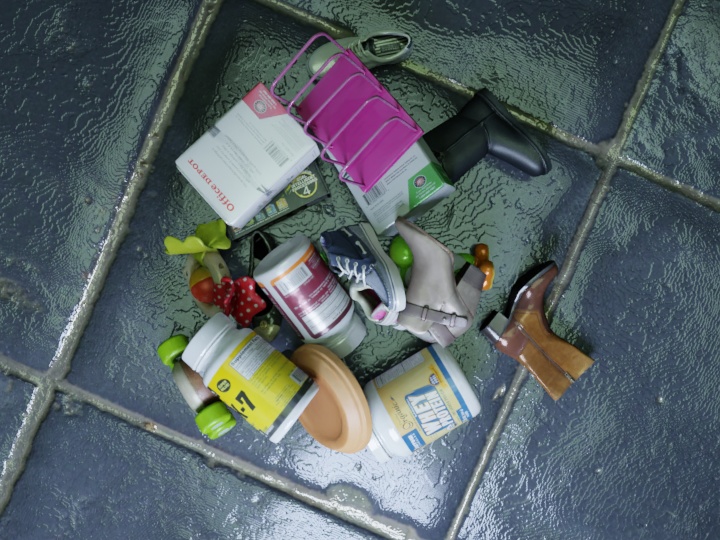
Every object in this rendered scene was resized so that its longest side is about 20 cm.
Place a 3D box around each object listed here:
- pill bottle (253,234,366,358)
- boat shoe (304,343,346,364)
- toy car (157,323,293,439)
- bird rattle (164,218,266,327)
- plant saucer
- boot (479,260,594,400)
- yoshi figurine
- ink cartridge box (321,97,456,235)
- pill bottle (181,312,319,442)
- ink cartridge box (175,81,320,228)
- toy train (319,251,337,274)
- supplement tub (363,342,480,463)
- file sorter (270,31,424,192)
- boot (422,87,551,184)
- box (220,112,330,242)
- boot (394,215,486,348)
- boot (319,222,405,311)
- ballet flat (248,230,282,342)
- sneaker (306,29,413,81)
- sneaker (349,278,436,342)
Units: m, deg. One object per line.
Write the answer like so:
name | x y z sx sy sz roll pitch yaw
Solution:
pill bottle | -0.081 0.051 1.050 0.114 0.114 0.201 -35 109 0
boat shoe | -0.057 0.212 1.117 0.073 0.060 0.203 -13 90 5
toy car | -0.221 0.165 1.081 0.199 0.158 0.165 -31 75 -15
bird rattle | -0.251 0.016 1.075 0.112 0.163 0.201 -32 84 -39
plant saucer | -0.062 0.221 1.033 0.037 0.199 0.202 -27 91 -37
boot | 0.347 0.107 1.114 0.199 0.068 0.189 39 90 -2
yoshi figurine | 0.133 -0.019 1.097 0.197 0.113 0.113 -2 75 2
ink cartridge box | 0.047 -0.182 1.060 0.146 0.083 0.201 -35 78 20
pill bottle | -0.173 0.164 0.968 0.199 0.114 0.115 38 91 3
ink cartridge box | -0.189 -0.192 1.049 0.200 0.083 0.147 -43 89 0
toy train | -0.064 -0.009 1.125 0.199 0.042 0.057 -31 81 0
supplement tub | 0.094 0.232 1.077 0.199 0.145 0.146 -31 91 0
file sorter | -0.027 -0.251 0.979 0.139 0.125 0.201 -44 74 17
boot | 0.217 -0.203 1.100 0.168 0.076 0.201 -41 84 -3
box | -0.174 -0.166 1.114 0.198 0.049 0.163 -25 88 1
boot | 0.104 0.026 1.003 0.199 0.070 0.147 35 94 1
boot | 0.000 0.000 1.005 0.089 0.201 0.073 -12 131 -15
ballet flat | -0.177 0.027 1.090 0.066 0.057 0.203 -11 73 12
sneaker | -0.002 -0.392 1.099 0.198 0.071 0.074 -17 91 0
sneaker | 0.057 0.067 1.065 0.199 0.088 0.082 34 132 4
